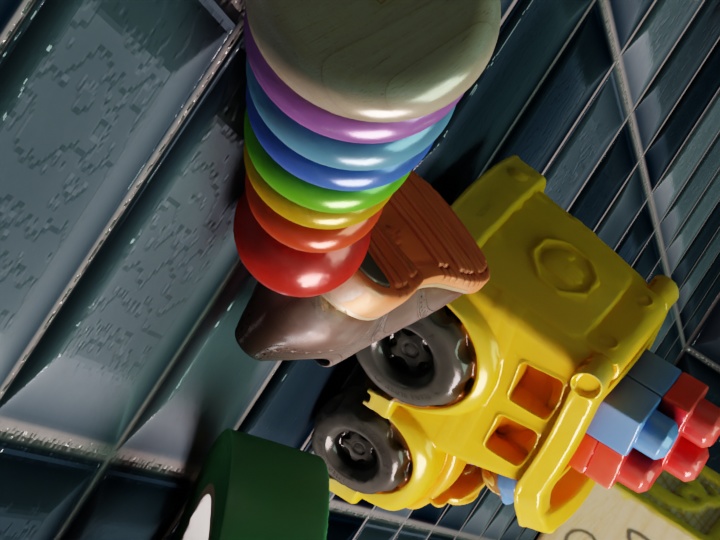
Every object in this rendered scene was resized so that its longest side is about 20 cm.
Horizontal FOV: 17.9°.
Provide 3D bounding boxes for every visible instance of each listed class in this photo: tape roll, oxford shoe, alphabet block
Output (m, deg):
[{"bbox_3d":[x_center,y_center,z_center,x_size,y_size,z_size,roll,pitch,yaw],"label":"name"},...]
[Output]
[{"bbox_3d":[-0.066,0.173,1.020,0.200,0.048,0.201,-162,-90,-81],"label":"tape roll"},{"bbox_3d":[0.000,0.000,1.031,0.073,0.071,0.200,-40,169,20],"label":"oxford shoe"},{"bbox_3d":[0.331,0.330,2.791,0.201,0.195,0.196,-64,168,25],"label":"alphabet block"}]

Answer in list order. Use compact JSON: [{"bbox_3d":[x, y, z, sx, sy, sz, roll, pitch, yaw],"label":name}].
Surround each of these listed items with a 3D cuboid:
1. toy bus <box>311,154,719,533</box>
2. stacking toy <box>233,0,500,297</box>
[{"bbox_3d":[0.092,0.070,1.236,0.136,0.192,0.200,-46,165,-46],"label":"toy bus"},{"bbox_3d":[-0.009,-0.051,0.826,0.085,0.085,0.200,-51,172,-25],"label":"stacking toy"}]
